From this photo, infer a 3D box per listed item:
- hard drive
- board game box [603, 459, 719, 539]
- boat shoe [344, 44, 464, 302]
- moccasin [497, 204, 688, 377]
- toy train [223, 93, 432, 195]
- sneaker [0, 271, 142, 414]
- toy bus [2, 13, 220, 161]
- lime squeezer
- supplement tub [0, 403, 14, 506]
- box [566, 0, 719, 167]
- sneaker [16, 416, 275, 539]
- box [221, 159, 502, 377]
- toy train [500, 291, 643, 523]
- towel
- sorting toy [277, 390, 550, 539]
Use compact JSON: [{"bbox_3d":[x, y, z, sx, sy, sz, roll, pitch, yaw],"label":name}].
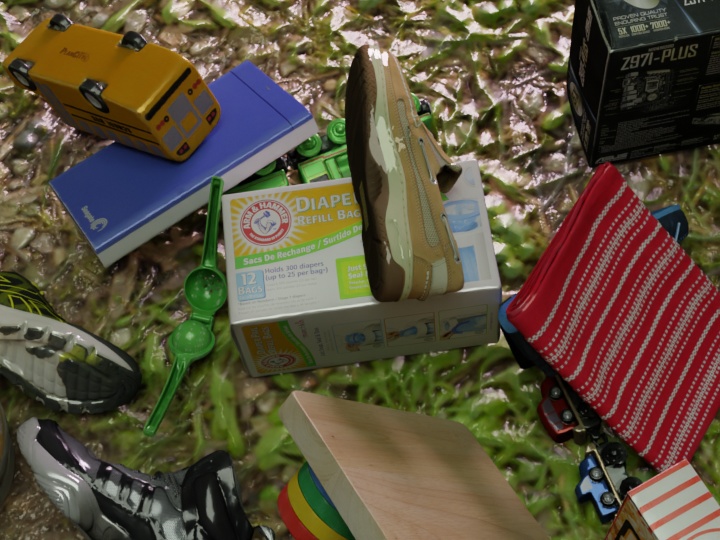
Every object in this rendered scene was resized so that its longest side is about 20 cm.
[{"bbox_3d":[-0.147,-0.092,1.052,0.199,0.025,0.132,-33,39,-11],"label":"hard drive"},{"bbox_3d":[0.205,0.224,0.797,0.046,0.200,0.152,-25,65,-13],"label":"board game box"},{"bbox_3d":[0.035,-0.070,0.927,0.075,0.072,0.202,-2,68,-13],"label":"boat shoe"},{"bbox_3d":[0.180,0.016,0.969,0.199,0.080,0.069,-31,91,-30],"label":"moccasin"},{"bbox_3d":[-0.027,-0.088,1.064,0.198,0.042,0.057,-22,73,-6],"label":"toy train"},{"bbox_3d":[-0.257,0.040,0.999,0.198,0.075,0.085,23,34,-1],"label":"sneaker"},{"bbox_3d":[-0.209,-0.153,1.065,0.199,0.078,0.065,20,65,41],"label":"toy bus"},{"bbox_3d":[-0.125,0.034,0.996,0.037,0.071,0.202,16,77,-7],"label":"lime squeezer"},{"bbox_3d":[-0.331,0.109,0.900,0.144,0.200,0.147,-2,63,4],"label":"supplement tub"},{"bbox_3d":[0.270,-0.174,1.011,0.198,0.164,0.087,-11,63,0],"label":"box"},{"bbox_3d":[-0.152,0.158,0.934,0.114,0.076,0.200,-42,73,-16],"label":"sneaker"},{"bbox_3d":[0.000,0.000,0.981,0.198,0.102,0.113,-9,63,0],"label":"box"},{"bbox_3d":[0.153,0.102,0.956,0.045,0.034,0.201,-23,63,-3],"label":"toy train"},{"bbox_3d":[0.199,0.038,0.921,0.200,0.022,0.145,44,68,-22],"label":"towel"},{"bbox_3d":[0.044,0.184,0.844,0.070,0.199,0.199,-50,53,18],"label":"sorting toy"}]
